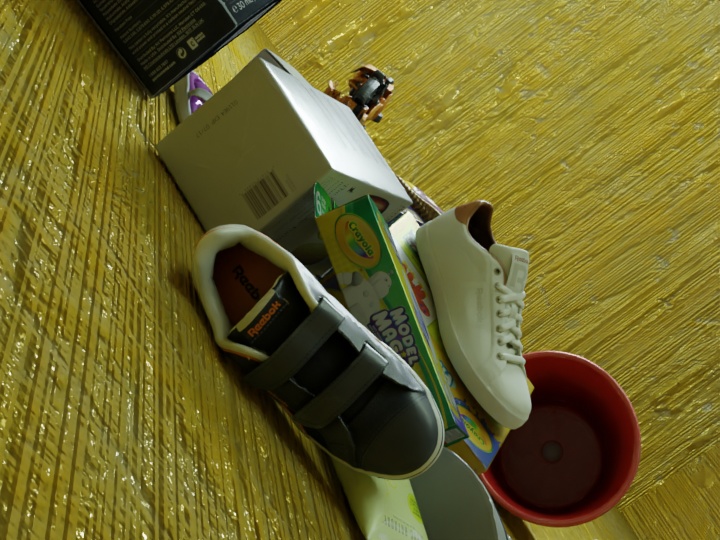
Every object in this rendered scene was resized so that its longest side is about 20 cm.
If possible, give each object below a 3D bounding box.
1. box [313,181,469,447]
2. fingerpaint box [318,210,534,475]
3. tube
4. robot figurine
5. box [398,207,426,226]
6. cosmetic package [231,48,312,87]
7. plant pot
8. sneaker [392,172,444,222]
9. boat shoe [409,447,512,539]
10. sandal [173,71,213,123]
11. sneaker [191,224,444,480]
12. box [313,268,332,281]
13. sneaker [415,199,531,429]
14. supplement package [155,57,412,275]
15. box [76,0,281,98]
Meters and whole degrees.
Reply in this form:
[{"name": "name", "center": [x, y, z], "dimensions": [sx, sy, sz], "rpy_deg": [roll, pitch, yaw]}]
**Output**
[{"name": "box", "center": [0.020, 0.032, 0.904], "dimensions": [0.117, 0.048, 0.202], "rpy_deg": [51, 16, -75]}, {"name": "fingerpaint box", "center": [0.047, 0.070, 1.062], "dimensions": [0.201, 0.073, 0.167], "rpy_deg": [54, 28, -3]}, {"name": "tube", "center": [0.002, 0.116, 0.827], "dimensions": [0.201, 0.057, 0.052], "rpy_deg": [-112, -154, -45]}, {"name": "robot figurine", "center": [-0.019, -0.158, 1.306], "dimensions": [0.058, 0.146, 0.200], "rpy_deg": [35, 15, 1]}, {"name": "box", "center": [0.002, -0.092, 1.426], "dimensions": [0.121, 0.033, 0.200], "rpy_deg": [24, 18, -42]}, {"name": "cosmetic package", "center": [-0.098, -0.170, 1.332], "dimensions": [0.073, 0.103, 0.200], "rpy_deg": [47, 5, 2]}, {"name": "plant pot", "center": [0.229, 0.210, 1.473], "dimensions": [0.201, 0.199, 0.177], "rpy_deg": [56, -2, 17]}, {"name": "sneaker", "center": [0.085, -0.043, 1.478], "dimensions": [0.090, 0.075, 0.201], "rpy_deg": [27, 21, -43]}, {"name": "boat shoe", "center": [0.085, 0.213, 0.830], "dimensions": [0.201, 0.072, 0.066], "rpy_deg": [58, 3, 21]}, {"name": "sandal", "center": [-0.132, -0.136, 1.148], "dimensions": [0.082, 0.050, 0.203], "rpy_deg": [46, 12, -43]}, {"name": "sneaker", "center": [-0.033, 0.052, 0.755], "dimensions": [0.200, 0.079, 0.079], "rpy_deg": [42, 0, 11]}, {"name": "box", "center": [0.000, 0.000, 1.227], "dimensions": [0.201, 0.050, 0.157], "rpy_deg": [57, 23, 20]}, {"name": "sneaker", "center": [0.111, 0.030, 1.038], "dimensions": [0.072, 0.084, 0.202], "rpy_deg": [15, 50, -53]}, {"name": "supplement package", "center": [-0.055, -0.077, 1.008], "dimensions": [0.110, 0.113, 0.200], "rpy_deg": [56, 15, 15]}, {"name": "box", "center": [-0.164, -0.293, 1.091], "dimensions": [0.197, 0.123, 0.200], "rpy_deg": [51, 35, -10]}]
